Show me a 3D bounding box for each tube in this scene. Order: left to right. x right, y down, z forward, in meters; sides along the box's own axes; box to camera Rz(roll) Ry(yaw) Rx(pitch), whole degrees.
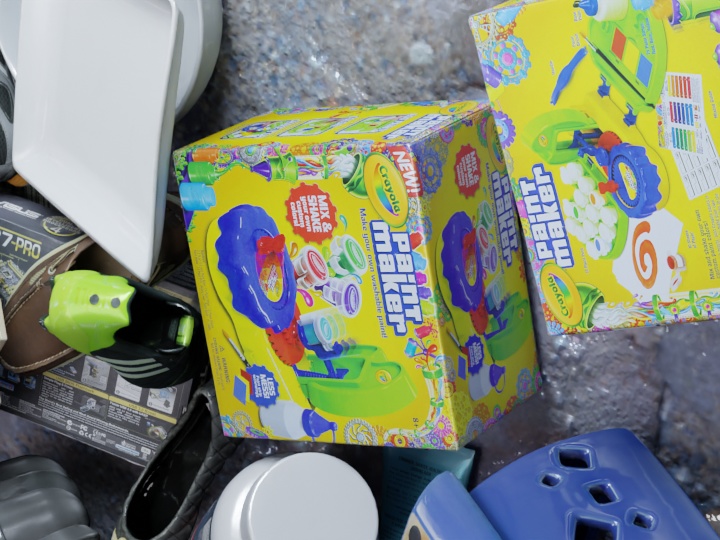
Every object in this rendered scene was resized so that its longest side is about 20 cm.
[{"bbox_3d":[0.040,0.213,1.462,0.077,0.050,0.202,13,109,26],"label":"tube"}]

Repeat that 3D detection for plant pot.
[{"bbox_3d":[0.118,0.239,1.285,0.200,0.178,0.201,54,137,47],"label":"plant pot"}]

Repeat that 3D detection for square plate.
[{"bbox_3d":[-0.178,-0.123,1.386,0.198,0.028,0.202,37,127,44],"label":"square plate"}]

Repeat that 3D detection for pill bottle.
[{"bbox_3d":[-0.051,0.192,1.419,0.120,0.119,0.200,53,159,7],"label":"pill bottle"}]

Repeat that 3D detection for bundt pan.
[{"bbox_3d":[-0.239,0.233,1.600,0.203,0.075,0.202,59,165,27],"label":"bundt pan"}]

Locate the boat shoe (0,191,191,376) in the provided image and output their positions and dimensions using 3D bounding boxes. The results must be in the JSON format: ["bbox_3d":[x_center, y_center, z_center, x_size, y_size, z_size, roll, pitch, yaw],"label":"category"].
[{"bbox_3d":[-0.202,0.014,1.457,0.202,0.075,0.075,-40,92,25],"label":"boat shoe"}]

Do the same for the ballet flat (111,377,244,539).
[{"bbox_3d":[-0.141,0.151,1.495,0.067,0.057,0.201,49,119,32],"label":"ballet flat"}]

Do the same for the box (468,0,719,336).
[{"bbox_3d":[0.193,-0.081,1.195,0.191,0.122,0.202,-7,103,36],"label":"box"}]

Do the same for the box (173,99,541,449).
[{"bbox_3d":[0.000,0.000,1.352,0.191,0.122,0.202,0,107,34],"label":"box"}]

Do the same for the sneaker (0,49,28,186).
[{"bbox_3d":[-0.297,-0.159,1.524,0.078,0.077,0.201,-39,65,39],"label":"sneaker"}]

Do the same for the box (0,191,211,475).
[{"bbox_3d":[-0.210,0.049,1.542,0.198,0.049,0.162,19,118,12],"label":"box"}]

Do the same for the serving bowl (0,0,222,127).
[{"bbox_3d":[-0.172,-0.192,1.447,0.199,0.066,0.202,12,113,31],"label":"serving bowl"}]

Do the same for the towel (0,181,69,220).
[{"bbox_3d":[-0.276,-0.021,1.610,0.191,0.034,0.202,15,117,33],"label":"towel"}]

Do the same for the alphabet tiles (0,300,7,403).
[{"bbox_3d":[-0.303,0.053,1.530,0.200,0.006,0.168,-50,47,51],"label":"alphabet tiles"}]

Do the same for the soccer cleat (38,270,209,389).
[{"bbox_3d":[-0.140,0.044,1.386,0.080,0.200,0.068,6,81,24],"label":"soccer cleat"}]
